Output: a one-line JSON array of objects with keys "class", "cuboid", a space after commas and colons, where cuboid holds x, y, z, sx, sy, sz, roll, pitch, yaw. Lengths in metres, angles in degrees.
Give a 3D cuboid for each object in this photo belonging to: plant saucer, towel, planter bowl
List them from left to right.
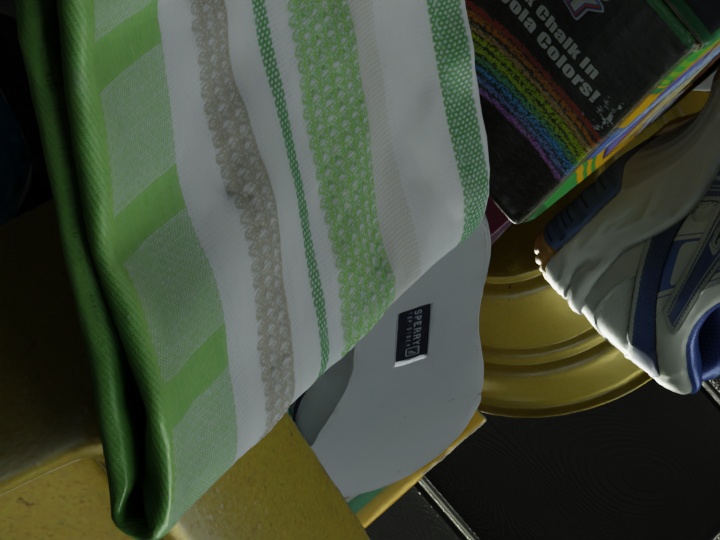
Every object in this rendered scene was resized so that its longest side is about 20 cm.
[{"class": "plant saucer", "cuboid": [-0.104, 0.092, 0.667, 0.200, 0.048, 0.200, -25, 138, 4]}, {"class": "towel", "cuboid": [-0.016, -0.041, 0.641, 0.031, 0.149, 0.200, -1, -158, 24]}, {"class": "planter bowl", "cuboid": [0.070, -0.036, 1.183, 0.200, 0.200, 0.083, -41, 166, 5]}]

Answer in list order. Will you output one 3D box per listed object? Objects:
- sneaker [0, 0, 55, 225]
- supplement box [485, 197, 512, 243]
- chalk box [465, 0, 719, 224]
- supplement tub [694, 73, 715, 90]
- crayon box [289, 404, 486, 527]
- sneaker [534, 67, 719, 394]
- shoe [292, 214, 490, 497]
[{"class": "sneaker", "cuboid": [-0.085, -0.026, 0.691, 0.087, 0.075, 0.200, -45, 179, -35]}, {"class": "supplement box", "cuboid": [-0.025, -0.007, 1.129, 0.086, 0.110, 0.200, -40, 176, -29]}, {"class": "chalk box", "cuboid": [0.085, -0.125, 0.814, 0.124, 0.125, 0.200, -39, 177, -26]}, {"class": "supplement tub", "cuboid": [0.183, -0.162, 1.185, 0.145, 0.145, 0.200, -43, 175, 29]}, {"class": "crayon box", "cuboid": [-0.066, 0.076, 1.048, 0.200, 0.126, 0.052, -41, -164, 7]}, {"class": "sneaker", "cuboid": [0.152, -0.037, 0.895, 0.200, 0.088, 0.075, -46, 172, 36]}, {"class": "shoe", "cuboid": [0.000, 0.000, 0.956, 0.071, 0.091, 0.200, -16, 150, -15]}]
